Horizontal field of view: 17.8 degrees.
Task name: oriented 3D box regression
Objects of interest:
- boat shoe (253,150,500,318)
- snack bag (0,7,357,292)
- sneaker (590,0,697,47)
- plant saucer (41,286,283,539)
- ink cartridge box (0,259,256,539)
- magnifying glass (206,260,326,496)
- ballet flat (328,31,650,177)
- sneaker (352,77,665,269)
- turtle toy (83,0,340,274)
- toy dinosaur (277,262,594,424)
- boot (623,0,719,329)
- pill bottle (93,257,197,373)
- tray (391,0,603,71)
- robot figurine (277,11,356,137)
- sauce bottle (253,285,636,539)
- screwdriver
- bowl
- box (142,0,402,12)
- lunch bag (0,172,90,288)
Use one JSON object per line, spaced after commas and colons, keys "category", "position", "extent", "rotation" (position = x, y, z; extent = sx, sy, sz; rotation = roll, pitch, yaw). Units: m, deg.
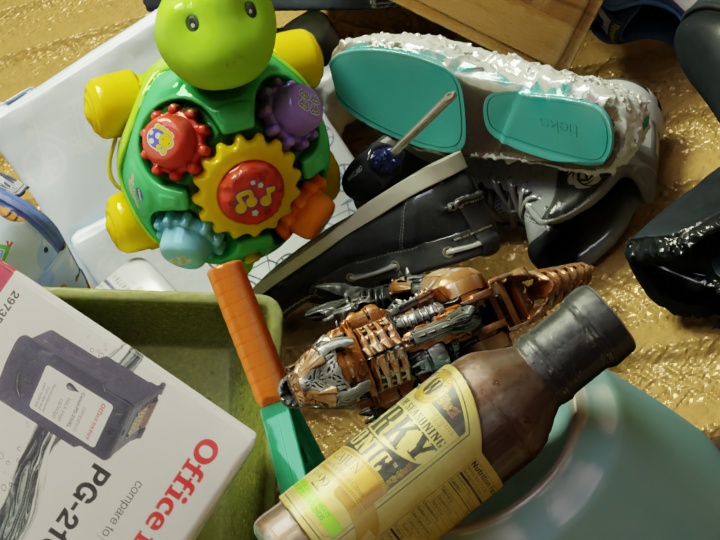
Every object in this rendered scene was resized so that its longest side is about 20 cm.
{"category": "boat shoe", "position": [0.000, 0.000, 1.362], "extent": [0.200, 0.068, 0.072], "rotation": [-30, 5, 41]}
{"category": "snack bag", "position": [-0.107, -0.064, 1.433], "extent": [0.188, 0.200, 0.021], "rotation": [-32, 11, 4]}
{"category": "sneaker", "position": [0.150, -0.190, 1.414], "extent": [0.200, 0.074, 0.082], "rotation": [28, 82, 15]}
{"category": "plant saucer", "position": [-0.146, 0.111, 1.271], "extent": [0.199, 0.048, 0.200], "rotation": [2, 84, -4]}
{"category": "ink cartridge box", "position": [-0.173, 0.092, 1.203], "extent": [0.145, 0.200, 0.084], "rotation": [-56, 1, -6]}
{"category": "magnifying glass", "position": [-0.038, 0.091, 1.229], "extent": [0.022, 0.200, 0.080], "rotation": [-20, -4, 12]}
{"category": "ballet flat", "position": [0.079, -0.098, 1.333], "extent": [0.200, 0.072, 0.072], "rotation": [17, 60, 28]}
{"category": "sneaker", "position": [0.083, -0.042, 1.357], "extent": [0.200, 0.075, 0.116], "rotation": [-17, 44, 20]}
{"category": "turtle toy", "position": [-0.078, -0.082, 1.312], "extent": [0.146, 0.200, 0.101], "rotation": [-16, 30, -14]}
{"category": "toy dinosaur", "position": [0.043, 0.041, 1.250], "extent": [0.136, 0.200, 0.102], "rotation": [148, 120, -61]}
{"category": "boot", "position": [0.203, -0.060, 1.280], "extent": [0.168, 0.076, 0.200], "rotation": [-41, 46, -14]}
{"category": "pill bottle", "position": [-0.169, 0.098, 1.355], "extent": [0.200, 0.120, 0.120], "rotation": [-40, 38, -7]}
{"category": "tray", "position": [0.051, -0.199, 1.361], "extent": [0.099, 0.200, 0.037], "rotation": [-64, 3, 9]}
{"category": "robot figurine", "position": [-0.090, -0.088, 1.498], "extent": [0.200, 0.113, 0.170], "rotation": [-31, 67, 3]}
{"category": "sauce bottle", "position": [0.042, 0.083, 1.093], "extent": [0.200, 0.065, 0.065], "rotation": [-39, 38, -6]}
{"category": "screwdriver", "position": [0.023, -0.068, 1.295], "extent": [0.200, 0.028, 0.029], "rotation": [150, 139, -75]}
{"category": "bowl", "position": [0.079, 0.117, 1.167], "extent": [0.201, 0.105, 0.201], "rotation": [-21, 41, 19]}
{"category": "box", "position": [-0.010, -0.235, 1.512], "extent": [0.200, 0.124, 0.197], "rotation": [4, 13, 38]}
{"category": "lunch bag", "position": [-0.249, -0.009, 1.408], "extent": [0.160, 0.200, 0.076], "rotation": [27, 69, 17]}
